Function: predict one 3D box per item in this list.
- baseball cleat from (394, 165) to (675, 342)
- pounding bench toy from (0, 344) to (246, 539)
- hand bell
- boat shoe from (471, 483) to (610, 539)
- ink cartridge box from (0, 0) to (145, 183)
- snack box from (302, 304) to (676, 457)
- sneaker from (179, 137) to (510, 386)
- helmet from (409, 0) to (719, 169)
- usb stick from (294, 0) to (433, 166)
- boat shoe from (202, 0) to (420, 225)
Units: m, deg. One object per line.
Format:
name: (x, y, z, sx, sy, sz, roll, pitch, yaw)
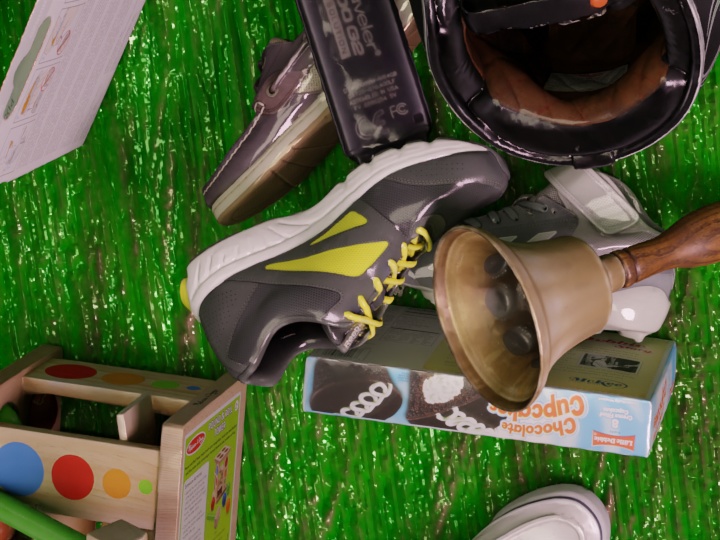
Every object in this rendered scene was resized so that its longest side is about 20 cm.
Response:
baseball cleat: (0.088, -0.022, 1.255, 0.198, 0.070, 0.107, 12, 97, 3)
pounding bench toy: (-0.174, 0.135, 1.281, 0.155, 0.200, 0.125, 8, 104, 13)
hand bell: (0.149, -0.004, 1.184, 0.199, 0.104, 0.105, -20, 98, -26)
boat shoe: (0.067, 0.204, 1.300, 0.199, 0.066, 0.072, -35, 91, 19)
ink cartridge box: (-0.181, -0.134, 1.226, 0.050, 0.200, 0.163, 28, 107, 8)
snack box: (0.078, 0.061, 1.241, 0.198, 0.116, 0.037, 7, 107, 14)
sneaker: (0.000, 0.000, 1.196, 0.199, 0.074, 0.085, -28, 63, 9)
helmet: (0.113, -0.175, 1.145, 0.198, 0.192, 0.201, 4, 137, 4)
usb stick: (-0.011, -0.159, 1.207, 0.055, 0.033, 0.202, -18, 85, 0)
boat shoe: (-0.029, -0.114, 1.261, 0.065, 0.072, 0.200, 44, 103, 11)
